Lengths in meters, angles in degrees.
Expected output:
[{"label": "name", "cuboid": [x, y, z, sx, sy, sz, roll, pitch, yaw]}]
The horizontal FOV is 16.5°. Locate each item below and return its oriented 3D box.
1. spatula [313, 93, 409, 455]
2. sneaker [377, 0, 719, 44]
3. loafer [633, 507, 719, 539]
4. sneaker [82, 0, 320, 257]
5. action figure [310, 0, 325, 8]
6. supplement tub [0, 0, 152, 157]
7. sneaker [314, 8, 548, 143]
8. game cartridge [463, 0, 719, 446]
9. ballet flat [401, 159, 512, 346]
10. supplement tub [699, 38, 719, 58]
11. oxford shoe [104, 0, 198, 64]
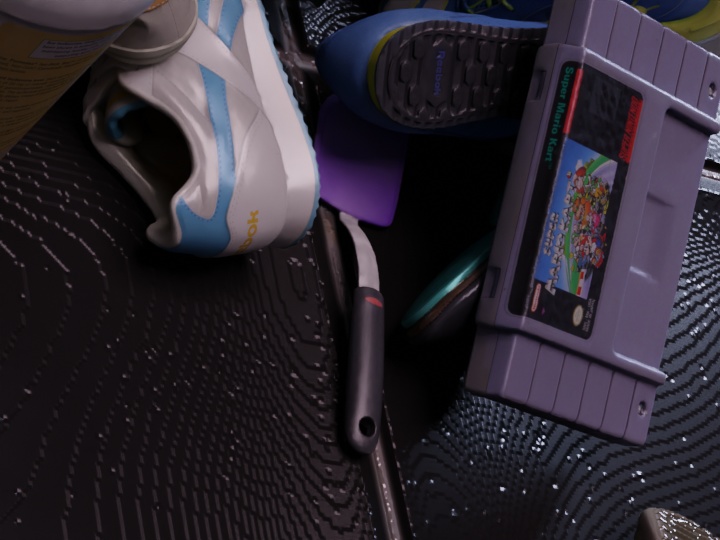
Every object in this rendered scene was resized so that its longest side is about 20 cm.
[{"label": "spatula", "cuboid": [0.000, 0.000, 1.190, 0.056, 0.021, 0.201, 25, 47, -31]}, {"label": "sneaker", "cuboid": [0.096, -0.160, 1.259, 0.105, 0.198, 0.076, 61, 28, -55]}, {"label": "loafer", "cuboid": [0.157, 0.194, 1.160, 0.075, 0.068, 0.201, 27, 29, -28]}, {"label": "sneaker", "cuboid": [-0.090, -0.099, 1.139, 0.080, 0.077, 0.201, -9, 63, -38]}, {"label": "action figure", "cuboid": [-0.031, -0.179, 1.160, 0.118, 0.200, 0.055, 37, 68, -14]}, {"label": "supplement tub", "cuboid": [-0.160, -0.131, 0.985, 0.145, 0.200, 0.146, 25, 46, -28]}, {"label": "sneaker", "cuboid": [0.070, -0.096, 1.242, 0.199, 0.078, 0.067, 5, 98, -31]}, {"label": "game cartridge", "cuboid": [0.117, -0.025, 1.199, 0.129, 0.038, 0.202, 21, 80, -52]}, {"label": "ballet flat", "cuboid": [0.086, -0.006, 1.241, 0.073, 0.073, 0.200, 45, 38, -7]}, {"label": "supplement tub", "cuboid": [0.178, -0.189, 1.392, 0.146, 0.145, 0.200, 48, 34, -4]}, {"label": "oxford shoe", "cuboid": [-0.150, -0.170, 1.108, 0.200, 0.058, 0.075, 39, 63, 17]}]
